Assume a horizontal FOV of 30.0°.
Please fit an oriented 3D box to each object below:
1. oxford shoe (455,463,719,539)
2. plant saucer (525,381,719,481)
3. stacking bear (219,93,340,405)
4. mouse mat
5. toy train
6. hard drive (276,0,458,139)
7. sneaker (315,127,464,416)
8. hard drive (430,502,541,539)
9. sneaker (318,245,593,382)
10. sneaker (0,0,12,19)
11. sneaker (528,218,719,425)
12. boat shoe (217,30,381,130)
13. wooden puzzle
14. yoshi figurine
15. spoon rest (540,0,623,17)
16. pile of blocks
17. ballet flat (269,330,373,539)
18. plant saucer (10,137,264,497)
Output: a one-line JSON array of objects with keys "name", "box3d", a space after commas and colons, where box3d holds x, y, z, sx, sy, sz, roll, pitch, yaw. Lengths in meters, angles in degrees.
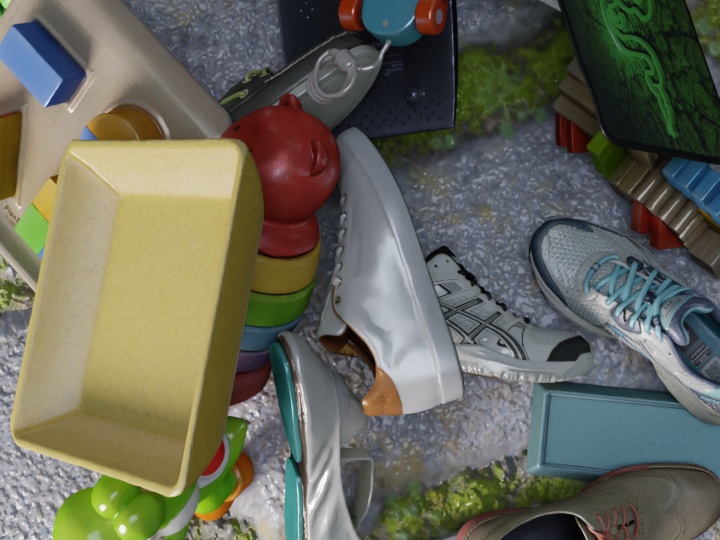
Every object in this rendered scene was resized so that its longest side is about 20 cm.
[{"name": "oxford shoe", "box3d": [0.166, 0.182, 0.919, 0.197, 0.075, 0.071, -16, 87, -9]}, {"name": "plant saucer", "box3d": [0.221, 0.123, 0.970, 0.197, 0.019, 0.071, 6, 88, 2]}, {"name": "stacking bear", "box3d": [-0.077, -0.019, 0.893, 0.112, 0.122, 0.201, 10, 125, -26]}, {"name": "mouse mat", "box3d": [0.186, -0.167, 0.911, 0.008, 0.160, 0.202, -32, 65, 41]}, {"name": "toy train", "box3d": [-0.012, -0.206, 0.897, 0.149, 0.055, 0.202, -33, 65, 17]}, {"name": "hard drive", "box3d": [0.006, -0.194, 0.951, 0.133, 0.042, 0.203, -5, 92, 25]}, {"name": "sneaker", "box3d": [0.000, 0.000, 0.894, 0.084, 0.073, 0.202, -17, 70, -4]}, {"name": "hard drive", "box3d": [0.057, 0.263, 0.964, 0.198, 0.027, 0.134, -19, 88, 0]}, {"name": "sneaker", "box3d": [0.071, 0.029, 0.949, 0.197, 0.076, 0.089, 10, 84, -1]}, {"name": "sneaker", "box3d": [-0.230, -0.256, 0.975, 0.084, 0.077, 0.200, 41, 86, 20]}, {"name": "sneaker", "box3d": [0.207, 0.024, 0.934, 0.199, 0.086, 0.078, 37, 80, 8]}, {"name": "boat shoe", "box3d": [-0.072, -0.104, 0.935, 0.201, 0.072, 0.061, -38, 66, 22]}, {"name": "wooden puzzle", "box3d": [-0.209, -0.089, 0.933, 0.185, 0.046, 0.200, 46, 114, 8]}, {"name": "yoshi figurine", "box3d": [-0.144, 0.147, 0.886, 0.111, 0.200, 0.114, 11, 96, 10]}, {"name": "spoon rest", "box3d": [0.108, -0.218, 0.958, 0.200, 0.099, 0.061, 41, 111, 16]}, {"name": "pile of blocks", "box3d": [0.206, -0.060, 0.945, 0.200, 0.082, 0.062, 41, 89, 2]}, {"name": "ballet flat", "box3d": [-0.024, 0.121, 0.924, 0.068, 0.070, 0.202, -2, 121, 1]}, {"name": "plant saucer", "box3d": [-0.130, 0.023, 0.824, 0.048, 0.199, 0.203, 14, 84, -42]}]
